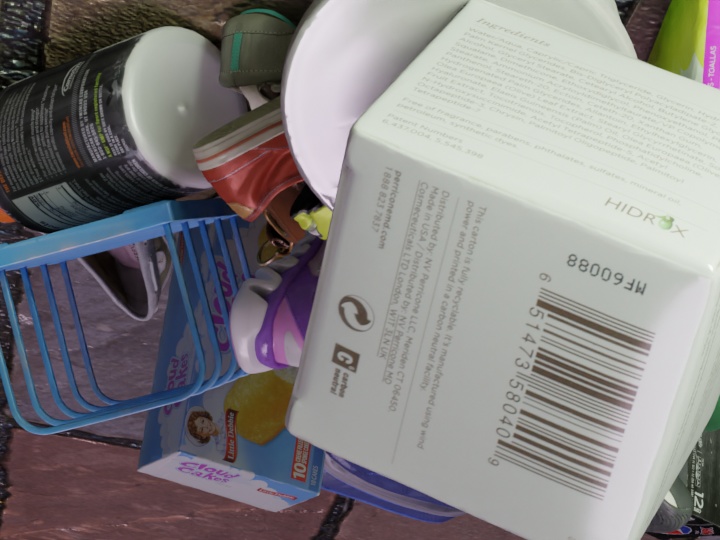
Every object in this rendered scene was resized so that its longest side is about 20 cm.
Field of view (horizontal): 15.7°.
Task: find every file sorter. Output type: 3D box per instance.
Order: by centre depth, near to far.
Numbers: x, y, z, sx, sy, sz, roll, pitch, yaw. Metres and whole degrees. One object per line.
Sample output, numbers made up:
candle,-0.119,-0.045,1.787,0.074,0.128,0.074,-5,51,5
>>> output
file sorter,-0.150,0.028,1.686,0.139,0.123,0.200,-14,180,10

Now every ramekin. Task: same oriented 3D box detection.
ramekin,0.058,-0.111,1.452,0.202,0.094,0.203,3,125,4

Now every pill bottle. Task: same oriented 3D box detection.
pill bottle,-0.174,-0.084,1.676,0.200,0.106,0.106,-14,149,44

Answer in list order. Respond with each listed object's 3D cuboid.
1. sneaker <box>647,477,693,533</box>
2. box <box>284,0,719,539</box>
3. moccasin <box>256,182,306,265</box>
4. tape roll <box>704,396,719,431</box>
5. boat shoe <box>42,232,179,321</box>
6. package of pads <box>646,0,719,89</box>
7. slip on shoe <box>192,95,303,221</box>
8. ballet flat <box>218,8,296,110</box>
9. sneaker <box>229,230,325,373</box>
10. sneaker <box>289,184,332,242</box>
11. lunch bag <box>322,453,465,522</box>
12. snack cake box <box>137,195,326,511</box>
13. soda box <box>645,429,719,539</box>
sneaker,0.167,0.085,1.750,0.085,0.200,0.075,-28,154,-23
box,0.095,0.004,1.338,0.200,0.171,0.199,23,126,14
moccasin,-0.035,-0.037,1.785,0.078,0.074,0.201,8,162,24
tape roll,0.252,0.005,1.612,0.048,0.201,0.200,34,155,-3
boat shoe,-0.184,-0.030,1.861,0.074,0.065,0.202,1,157,17
package of pads,0.199,-0.078,1.493,0.068,0.155,0.200,8,157,-3
slip on shoe,0.000,-0.091,1.560,0.200,0.061,0.074,-26,-169,-5
ballet flat,-0.022,-0.096,1.647,0.067,0.064,0.200,-9,153,36
sneaker,0.000,0.000,1.688,0.088,0.200,0.081,13,136,28
sneaker,0.057,-0.065,1.601,0.200,0.074,0.081,-31,116,19
lunch bag,0.049,0.116,2.042,0.200,0.136,0.132,23,154,-35
snack cake box,-0.080,0.059,1.863,0.115,0.200,0.067,20,155,-27
soda box,0.221,0.081,1.805,0.063,0.200,0.071,-8,157,37
